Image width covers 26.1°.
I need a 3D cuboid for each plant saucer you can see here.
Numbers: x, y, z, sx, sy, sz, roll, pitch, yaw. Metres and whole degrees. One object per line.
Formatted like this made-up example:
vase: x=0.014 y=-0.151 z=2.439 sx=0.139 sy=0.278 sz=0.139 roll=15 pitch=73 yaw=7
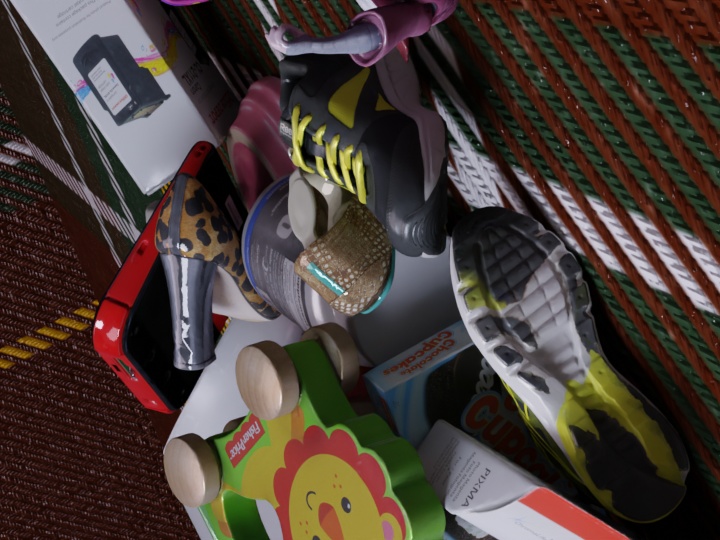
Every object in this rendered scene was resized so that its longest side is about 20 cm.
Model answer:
plant saucer: x=-0.053 y=-0.057 z=1.268 sx=0.201 sy=0.050 sz=0.201 roll=56 pitch=164 yaw=25

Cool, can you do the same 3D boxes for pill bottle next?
pill bottle: x=0.000 y=0.000 z=1.065 sx=0.200 sy=0.113 sz=0.115 roll=30 pitch=144 yaw=63

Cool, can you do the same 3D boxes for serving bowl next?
serving bowl: x=-0.097 y=0.088 z=1.361 sx=0.065 sy=0.201 sz=0.200 roll=29 pitch=163 yaw=-2

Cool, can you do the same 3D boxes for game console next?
game console: x=-0.143 y=0.012 z=1.238 sx=0.031 sy=0.178 sz=0.200 roll=19 pitch=162 yaw=15

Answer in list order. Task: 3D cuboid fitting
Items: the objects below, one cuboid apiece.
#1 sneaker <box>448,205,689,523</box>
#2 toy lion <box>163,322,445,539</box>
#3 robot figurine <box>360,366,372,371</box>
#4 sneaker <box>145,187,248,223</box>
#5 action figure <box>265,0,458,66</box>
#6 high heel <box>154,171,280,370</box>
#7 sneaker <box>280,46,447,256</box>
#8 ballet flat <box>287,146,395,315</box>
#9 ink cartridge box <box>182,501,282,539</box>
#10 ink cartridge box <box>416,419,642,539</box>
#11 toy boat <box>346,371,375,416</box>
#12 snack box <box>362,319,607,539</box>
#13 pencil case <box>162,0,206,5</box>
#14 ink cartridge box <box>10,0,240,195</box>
sneaker: x=0.106 y=0.059 z=0.888 sx=0.201 sy=0.074 sz=0.085 roll=61 pitch=165 yaw=10
toy lion: x=-0.027 y=0.147 z=0.951 sx=0.200 sy=0.068 sz=0.193 roll=-48 pitch=63 yaw=47
robot figurine: x=0.031 y=0.143 z=1.194 sx=0.058 sy=0.145 sz=0.202 roll=-21 pitch=87 yaw=32
sneaker: x=-0.124 y=-0.027 z=1.365 sx=0.200 sy=0.074 sz=0.086 roll=-11 pitch=-86 yaw=-70
action figure: x=0.017 y=-0.182 z=0.802 sx=0.200 sy=0.147 sz=0.135 roll=54 pitch=-150 yaw=-58
high heel: x=-0.098 y=-0.028 z=1.186 sx=0.200 sy=0.071 sz=0.144 roll=-53 pitch=-35 yaw=-63
sneaker: x=-0.001 y=-0.067 z=0.885 sx=0.201 sy=0.084 sz=0.075 roll=-108 pitch=15 yaw=-58
ballet flat: x=-0.013 y=-0.059 z=0.967 sx=0.065 sy=0.071 sz=0.201 roll=29 pitch=-147 yaw=-24
ink cartridge box: x=-0.047 y=0.206 z=1.403 sx=0.147 sy=0.199 sz=0.084 roll=62 pitch=162 yaw=-3
ink cartridge box: x=0.131 y=0.161 z=0.877 sx=0.162 sy=0.057 sz=0.200 roll=32 pitch=-178 yaw=-24
toy boat: x=0.038 y=0.125 z=1.078 sx=0.199 sy=0.130 sz=0.132 roll=33 pitch=-145 yaw=-35
snack box: x=0.087 y=0.128 z=0.986 sx=0.037 sy=0.115 sz=0.202 roll=31 pitch=145 yaw=62
pencil case: x=-0.167 y=-0.281 z=1.212 sx=0.200 sy=0.088 sz=0.089 roll=49 pitch=160 yaw=44
ink cartridge box: x=-0.192 y=-0.182 z=1.308 sx=0.201 sy=0.082 sz=0.146 roll=56 pitch=-167 yaw=-13
